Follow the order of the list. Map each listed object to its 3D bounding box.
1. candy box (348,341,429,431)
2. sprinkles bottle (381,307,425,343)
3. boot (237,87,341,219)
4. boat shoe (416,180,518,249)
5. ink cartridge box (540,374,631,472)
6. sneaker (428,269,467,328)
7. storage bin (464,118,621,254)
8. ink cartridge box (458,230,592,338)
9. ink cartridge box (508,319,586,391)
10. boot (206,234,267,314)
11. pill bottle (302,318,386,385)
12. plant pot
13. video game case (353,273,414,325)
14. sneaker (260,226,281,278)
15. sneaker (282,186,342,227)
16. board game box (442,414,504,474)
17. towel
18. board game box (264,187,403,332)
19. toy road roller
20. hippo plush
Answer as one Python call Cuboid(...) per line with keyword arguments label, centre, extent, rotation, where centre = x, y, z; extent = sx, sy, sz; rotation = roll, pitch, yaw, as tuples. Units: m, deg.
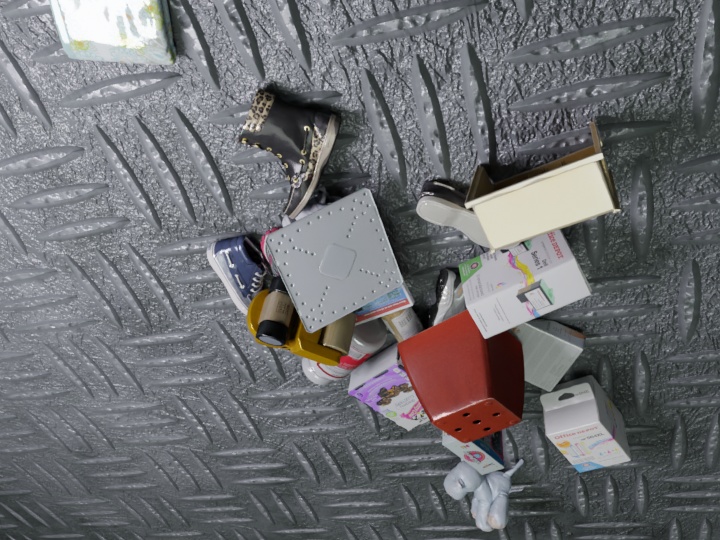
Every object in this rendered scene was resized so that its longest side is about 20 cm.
Cuboid(label="candy box", centre=(0.101, 0.273, 1.474), extent=(0.199, 0.072, 0.167), rotation=(36, 128, -23))
Cuboid(label="sprinkles bottle", centre=(0.091, 0.111, 1.326), extent=(0.068, 0.069, 0.201), rotation=(-17, 128, 23))
Cuboid(label="boot", centre=(-0.132, -0.195, 1.065), extent=(0.149, 0.073, 0.201), rotation=(22, 124, -12))
Cuboid(label="boat shoe", centre=(0.193, -0.098, 1.119), extent=(0.198, 0.061, 0.074), rotation=(20, 147, -7))
Cuboid(label="ink cartridge box", centre=(0.503, 0.343, 1.438), extent=(0.128, 0.126, 0.200), rotation=(-26, 125, 29))
Cuboid(label="sneaker", centre=(0.182, 0.085, 1.287), extent=(0.079, 0.074, 0.201), rotation=(7, 134, -5))
Cuboid(label="storage bin", centre=(0.281, -0.134, 0.981), extent=(0.199, 0.199, 0.094), rotation=(-20, 110, 25))
Cuboid(label="ink cartridge box", centre=(0.286, 0.014, 1.126), extent=(0.199, 0.145, 0.084), rotation=(-25, 116, 16))
Cuboid(label="ink cartridge box", centre=(0.354, 0.160, 1.362), extent=(0.199, 0.050, 0.163), rotation=(27, 135, 8))
Cuboid(label="boot", centre=(-0.222, 0.017, 1.284), extent=(0.090, 0.073, 0.201), rotation=(-11, 130, 26))
Cuboid(label="pill bottle", centre=(-0.041, 0.164, 1.367), extent=(0.112, 0.113, 0.200), rotation=(30, 131, -19))
Cuboid(label="plant pot", centre=(0.215, 0.221, 1.256), extent=(0.199, 0.177, 0.200), rotation=(-29, 135, 24))
Cuboid(label="video game case", centre=(0.000, 0.000, 1.222), extent=(0.142, 0.017, 0.201), rotation=(-21, 105, 26))
Cuboid(label="sneaker", centre=(-0.140, 0.013, 1.249), extent=(0.080, 0.075, 0.201), rotation=(-28, 130, -6))
Cuboid(label="sneaker", centre=(-0.041, -0.057, 1.158), extent=(0.200, 0.075, 0.115), rotation=(45, 120, -4))
Cuboid(label="board game box", centre=(0.250, 0.324, 1.409), extent=(0.064, 0.201, 0.147), rotation=(-30, 123, 33))
Cuboid(label="towel", centre=(-0.372, -0.402, 0.933), extent=(0.169, 0.048, 0.201), rotation=(6, 134, 4))
Cuboid(label="board game box", centre=(-0.043, -0.018, 1.115), extent=(0.199, 0.026, 0.201), rotation=(-27, 116, -10))
Cuboid(label="toy road roller", centre=(-0.121, 0.104, 1.222), extent=(0.199, 0.124, 0.146), rotation=(22, 157, -20))
Cuboid(label="hippo plush", centre=(0.310, 0.583, 1.672), extent=(0.160, 0.160, 0.200), rotation=(25, 132, -16))
